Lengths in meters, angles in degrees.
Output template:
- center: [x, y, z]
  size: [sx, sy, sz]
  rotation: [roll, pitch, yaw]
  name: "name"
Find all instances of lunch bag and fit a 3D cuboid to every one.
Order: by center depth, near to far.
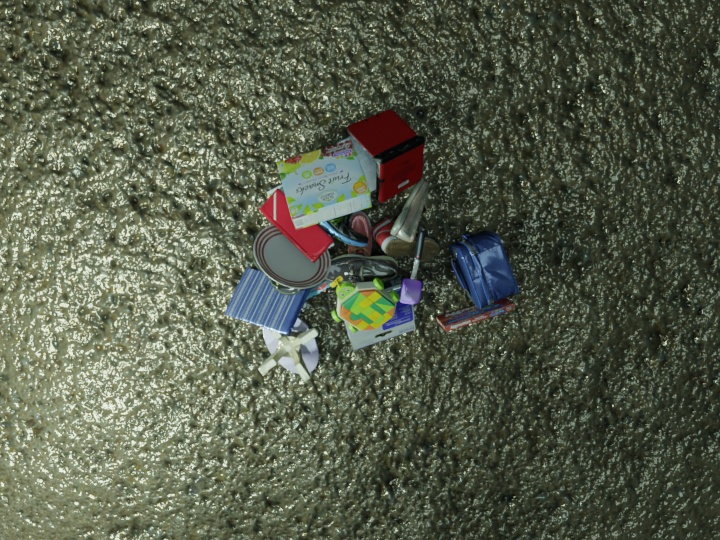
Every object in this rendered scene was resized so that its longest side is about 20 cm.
- center: [0.319, -0.007, 1.390]
  size: [0.131, 0.136, 0.202]
  rotation: [-25, 100, -1]
  name: "lunch bag"

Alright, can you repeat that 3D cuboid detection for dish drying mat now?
- center: [-0.161, -0.113, 1.288]
  size: [0.200, 0.018, 0.077]
  rotation: [43, 86, 11]
  name: "dish drying mat"

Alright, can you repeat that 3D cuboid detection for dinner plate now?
- center: [-0.168, -0.035, 1.276]
  size: [0.198, 0.202, 0.024]
  rotation: [25, 135, -9]
  name: "dinner plate"

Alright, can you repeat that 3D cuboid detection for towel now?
- center: [-0.240, 0.078, 1.343]
  size: [0.197, 0.024, 0.147]
  rotation: [15, 68, 20]
  name: "towel"

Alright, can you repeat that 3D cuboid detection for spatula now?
- center: [0.141, -0.014, 1.316]
  size: [0.055, 0.021, 0.204]
  rotation: [9, 101, -5]
  name: "spatula"

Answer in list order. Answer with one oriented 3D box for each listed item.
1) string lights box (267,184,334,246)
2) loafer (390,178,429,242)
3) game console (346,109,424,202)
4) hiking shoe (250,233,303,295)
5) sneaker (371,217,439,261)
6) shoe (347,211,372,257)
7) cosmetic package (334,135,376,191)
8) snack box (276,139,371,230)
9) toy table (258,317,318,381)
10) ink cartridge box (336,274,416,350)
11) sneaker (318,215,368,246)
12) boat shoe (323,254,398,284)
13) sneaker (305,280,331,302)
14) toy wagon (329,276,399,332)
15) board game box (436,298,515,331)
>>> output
- center: [-0.157, -0.138, 1.365]
  size: [0.102, 0.059, 0.202]
  rotation: [-27, 101, -3]
  name: "string lights box"
- center: [0.142, -0.154, 1.348]
  size: [0.062, 0.072, 0.201]
  rotation: [32, 58, -3]
  name: "loafer"
- center: [0.065, -0.295, 1.322]
  size: [0.118, 0.199, 0.175]
  rotation: [23, 129, 32]
  name: "game console"
- center: [-0.217, -0.014, 1.312]
  size: [0.199, 0.101, 0.076]
  rotation: [33, 65, 30]
  name: "hiking shoe"
- center: [0.119, -0.085, 1.397]
  size: [0.198, 0.113, 0.072]
  rotation: [7, 120, -38]
  name: "sneaker"
- center: [0.001, -0.055, 1.377]
  size: [0.070, 0.091, 0.204]
  rotation: [0, 99, -5]
  name: "shoe"
- center: [-0.046, -0.255, 1.360]
  size: [0.198, 0.052, 0.152]
  rotation: [-27, 102, 0]
  name: "cosmetic package"
- center: [-0.089, -0.210, 1.265]
  size: [0.197, 0.068, 0.171]
  rotation: [-17, 65, -1]
  name: "snack box"
- center: [-0.188, 0.204, 1.391]
  size: [0.200, 0.117, 0.184]
  rotation: [44, 93, -9]
  name: "toy table"
- center: [0.049, 0.118, 1.408]
  size: [0.195, 0.044, 0.202]
  rotation: [-17, 135, -5]
  name: "ink cartridge box"
- center: [-0.057, -0.130, 1.311]
  size: [0.199, 0.071, 0.083]
  rotation: [38, 87, -3]
  name: "sneaker"
- center: [0.000, 0.000, 1.307]
  size: [0.196, 0.065, 0.073]
  rotation: [-1, 105, -4]
  name: "boat shoe"
- center: [-0.144, 0.028, 1.385]
  size: [0.198, 0.079, 0.097]
  rotation: [-28, 99, 0]
  name: "sneaker"
- center: [0.000, 0.082, 1.297]
  size: [0.154, 0.040, 0.199]
  rotation: [-38, 132, 18]
  name: "toy wagon"
- center: [0.315, 0.118, 1.428]
  size: [0.197, 0.103, 0.020]
  rotation: [-18, 100, -2]
  name: "board game box"
